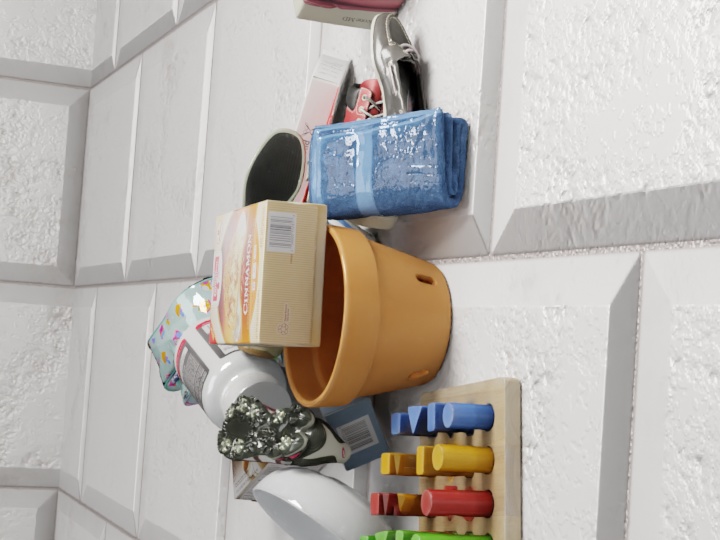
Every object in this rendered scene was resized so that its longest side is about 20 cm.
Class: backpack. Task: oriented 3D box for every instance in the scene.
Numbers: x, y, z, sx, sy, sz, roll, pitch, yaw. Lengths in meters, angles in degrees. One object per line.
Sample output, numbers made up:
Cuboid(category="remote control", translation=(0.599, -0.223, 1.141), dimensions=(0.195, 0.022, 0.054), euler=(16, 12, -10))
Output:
Cuboid(category="backpack", translation=(-0.198, 0.094, 2.062), dimensions=(0.154, 0.175, 0.200), euler=(61, 144, 28))

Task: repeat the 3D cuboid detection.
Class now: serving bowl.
Cuboid(category="serving bowl", translation=(-0.025, 0.284, 1.614), dimensions=(0.066, 0.200, 0.200), euler=(-51, 13, -20))

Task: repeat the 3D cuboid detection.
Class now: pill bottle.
Cuboid(category="pill bottle", translation=(-0.159, 0.140, 1.823), dimensions=(0.200, 0.110, 0.111), euler=(-141, 59, -60))

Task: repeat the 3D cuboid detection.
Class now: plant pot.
Cuboid(category="plant pot", translation=(0.010, 0.055, 1.591), dimensions=(0.200, 0.139, 0.202), euler=(-174, 90, -68))

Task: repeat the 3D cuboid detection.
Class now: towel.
Cuboid(category="towel", translation=(0.025, -0.116, 1.596), dimensions=(0.199, 0.048, 0.112), euler=(-3, 82, 38))

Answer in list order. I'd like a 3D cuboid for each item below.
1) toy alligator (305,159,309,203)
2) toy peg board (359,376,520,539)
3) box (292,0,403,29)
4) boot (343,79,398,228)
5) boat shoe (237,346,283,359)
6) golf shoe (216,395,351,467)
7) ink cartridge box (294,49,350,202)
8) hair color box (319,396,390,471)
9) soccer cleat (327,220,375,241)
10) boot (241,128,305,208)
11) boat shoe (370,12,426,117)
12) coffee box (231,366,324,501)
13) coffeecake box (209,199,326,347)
Cuboid(category="toy alligator", translation=(-0.076, -0.040, 1.800), dimensions=(0.059, 0.054, 0.201), euler=(-164, 69, -73))
Cuboid(category="toy peg board", translation=(0.073, 0.214, 1.454), dimensions=(0.200, 0.097, 0.201), euler=(157, 115, -65))
Cuboid(category="box", translation=(0.005, -0.397, 1.722), dimensions=(0.200, 0.127, 0.110), euler=(125, 143, -52))
Cuboid(category="boot", translation=(0.011, -0.146, 1.712), dimensions=(0.200, 0.072, 0.145), euler=(-116, 39, -58))
Cuboid(category="boat shoe", translation=(-0.109, 0.058, 1.833), dimensions=(0.200, 0.071, 0.065), euler=(-74, -2, -78))
Cuboid(category="golf shoe", translation=(-0.095, 0.196, 1.645), dimensions=(0.200, 0.088, 0.078), euler=(2, 67, 55))
Cuboid(category="ink cartridge box", translation=(-0.069, -0.165, 1.888), dimensions=(0.177, 0.044, 0.201), euler=(-77, 5, -58))
Cuboid(category="hair color box", translation=(-0.029, 0.133, 1.722), dimensions=(0.200, 0.060, 0.099), euler=(-116, 5, -51))
Cuboid(category="soccer cleat", translation=(0.000, 0.000, 1.739), dimensions=(0.070, 0.086, 0.201), euler=(-39, 72, 51))
Cuboid(category="boot", translation=(-0.123, -0.086, 1.876), dimensions=(0.144, 0.072, 0.201), euler=(-159, 85, -85))
Cuboid(category="boat shoe", translation=(0.054, -0.209, 1.658), dimensions=(0.057, 0.067, 0.201), euler=(-16, 71, 36))
Cuboid(category="coffee box", translation=(-0.106, 0.223, 1.920), dimensions=(0.200, 0.079, 0.115), euler=(130, 141, -54))
Cuboid(category="coffeecake box", translation=(-0.107, 0.008, 1.610), dimensions=(0.200, 0.073, 0.155), euler=(171, 102, -69))
